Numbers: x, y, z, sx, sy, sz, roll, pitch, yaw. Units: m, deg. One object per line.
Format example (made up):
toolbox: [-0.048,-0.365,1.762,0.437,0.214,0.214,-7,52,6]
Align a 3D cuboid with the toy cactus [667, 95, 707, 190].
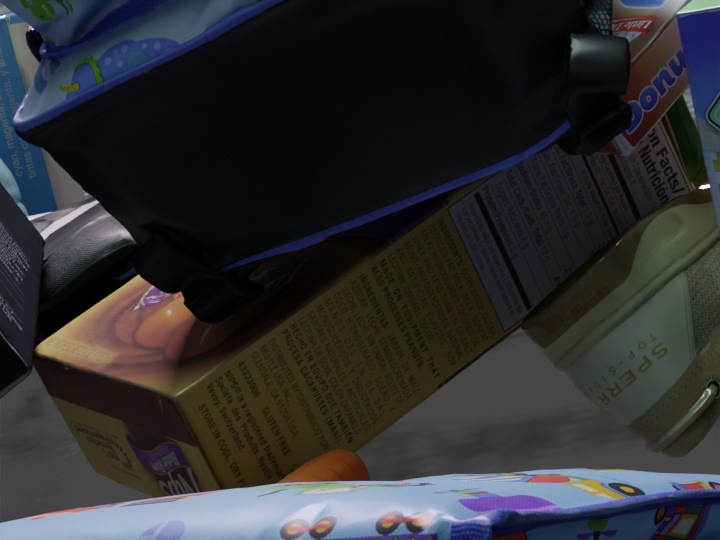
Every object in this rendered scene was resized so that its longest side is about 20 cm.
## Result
toy cactus: [0.108,-0.084,0.851,0.102,0.200,0.165,-44,-1,-7]

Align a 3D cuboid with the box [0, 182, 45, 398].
box: [-0.199,0.012,0.807,0.148,0.105,0.200,-36,14,4]

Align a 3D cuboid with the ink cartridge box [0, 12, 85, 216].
ink cartridge box: [-0.237,-0.037,1.074,0.199,0.126,0.129,-14,8,-1]

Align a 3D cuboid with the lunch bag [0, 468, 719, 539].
lunch bag: [0.018,0.077,0.504,0.150,0.095,0.200,-8,5,33]

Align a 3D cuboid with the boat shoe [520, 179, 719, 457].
boat shoe: [0.123,0.003,0.743,0.073,0.063,0.200,-43,-9,30]

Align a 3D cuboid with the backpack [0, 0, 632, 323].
backpack: [-0.014,-0.116,0.716,0.182,0.147,0.200,-24,30,26]

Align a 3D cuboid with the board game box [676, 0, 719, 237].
board game box: [0.189,-0.018,0.583,0.199,0.135,0.029,-7,15,29]

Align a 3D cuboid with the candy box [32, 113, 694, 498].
candy box: [0.000,0.000,0.771,0.200,0.057,0.116,-35,21,-24]

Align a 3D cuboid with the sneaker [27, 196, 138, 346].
sneaker: [-0.060,-0.011,0.953,0.199,0.073,0.112,-27,20,-17]

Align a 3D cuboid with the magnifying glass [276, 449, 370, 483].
magnifying glass: [-0.054,0.089,0.607,0.079,0.022,0.200,-26,0,33]

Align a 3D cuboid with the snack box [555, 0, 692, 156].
snack box: [0.045,-0.079,0.771,0.072,0.024,0.200,-48,29,-17]

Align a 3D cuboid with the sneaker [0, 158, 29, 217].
sneaker: [-0.225,0.018,0.972,0.200,0.082,0.074,-43,2,-2]
